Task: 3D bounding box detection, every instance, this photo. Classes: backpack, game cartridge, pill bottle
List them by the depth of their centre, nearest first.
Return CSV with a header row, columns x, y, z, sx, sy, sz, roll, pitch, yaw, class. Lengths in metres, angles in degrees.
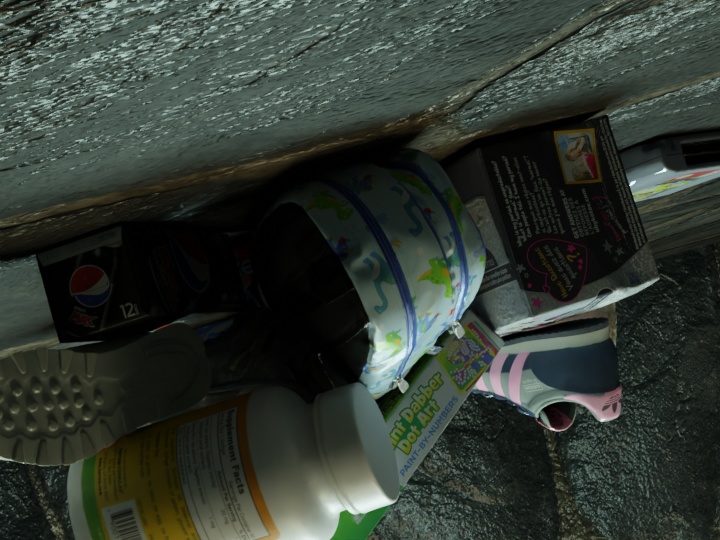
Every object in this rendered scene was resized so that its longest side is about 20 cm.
x,y,z,sx,sy,sz,roll,pitch,yaw,class
-0.081,0.141,1.148,0.200,0.111,0.111,-18,175,12,pill bottle
0.000,0.000,1.161,0.154,0.163,0.200,-25,168,-2,backpack
0.276,-0.093,1.607,0.133,0.041,0.200,-16,177,42,game cartridge

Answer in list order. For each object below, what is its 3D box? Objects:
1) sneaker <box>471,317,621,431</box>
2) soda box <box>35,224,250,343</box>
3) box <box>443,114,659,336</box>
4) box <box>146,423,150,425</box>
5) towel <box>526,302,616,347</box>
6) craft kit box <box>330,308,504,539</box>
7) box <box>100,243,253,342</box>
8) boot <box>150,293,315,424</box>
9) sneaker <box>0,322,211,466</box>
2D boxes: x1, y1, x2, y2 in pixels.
x,y,z,sx,sy,sz,roll,pitch,yaw,class
0.128,0.091,1.374,0.070,0.082,0.200,-16,180,-32,sneaker
-0.146,0.010,1.209,0.071,0.063,0.200,-18,175,15,soda box
0.114,-0.020,1.308,0.115,0.132,0.200,-16,176,-20,box
-0.120,0.135,1.593,0.199,0.172,0.200,-28,-159,-38,box
0.164,0.011,1.589,0.034,0.133,0.200,1,-179,-33,towel
-0.004,0.123,1.301,0.200,0.049,0.197,-53,-168,-20,craft kit box
-0.113,0.036,1.418,0.200,0.095,0.103,-15,176,-11,box
-0.081,0.042,1.330,0.200,0.174,0.069,2,145,26,boot
-0.193,0.085,1.139,0.080,0.077,0.200,-8,180,45,sneaker
